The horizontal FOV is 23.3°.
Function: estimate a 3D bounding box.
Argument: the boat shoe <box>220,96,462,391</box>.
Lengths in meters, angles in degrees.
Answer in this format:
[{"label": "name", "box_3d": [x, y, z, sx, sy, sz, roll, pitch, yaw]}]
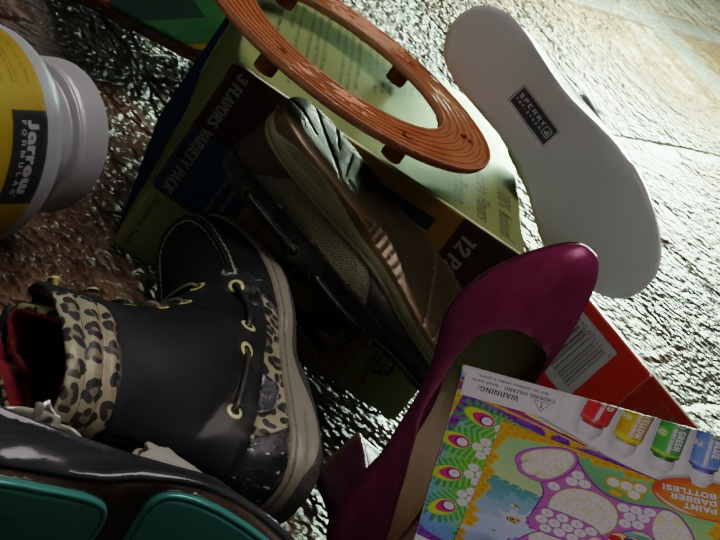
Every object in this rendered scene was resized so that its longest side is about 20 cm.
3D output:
[{"label": "boat shoe", "box_3d": [0.000, 0.000, 0.952, 0.201, 0.064, 0.073, 56, 26, -12]}]

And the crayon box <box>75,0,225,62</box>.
[{"label": "crayon box", "box_3d": [-0.107, -0.170, 1.203, 0.199, 0.051, 0.127, 25, 1, -29]}]

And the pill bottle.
[{"label": "pill bottle", "box_3d": [-0.214, -0.067, 0.835, 0.112, 0.112, 0.199, 47, 25, 20]}]

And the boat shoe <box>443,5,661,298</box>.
[{"label": "boat shoe", "box_3d": [0.122, -0.073, 1.069, 0.201, 0.072, 0.068, 55, 17, 12]}]

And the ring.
[{"label": "ring", "box_3d": [-0.011, -0.116, 0.989, 0.199, 0.019, 0.201, 34, 20, -14]}]

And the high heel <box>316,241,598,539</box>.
[{"label": "high heel", "box_3d": [0.058, 0.078, 0.868, 0.067, 0.200, 0.096, 31, 18, -30]}]

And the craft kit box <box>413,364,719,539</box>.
[{"label": "craft kit box", "box_3d": [0.116, 0.139, 0.751, 0.198, 0.049, 0.198, 15, 39, 5]}]

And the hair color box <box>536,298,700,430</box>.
[{"label": "hair color box", "box_3d": [0.161, 0.081, 1.108, 0.102, 0.061, 0.200, 53, 7, 33]}]

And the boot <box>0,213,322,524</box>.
[{"label": "boot", "box_3d": [-0.107, 0.025, 0.870, 0.153, 0.074, 0.205, 23, 31, -36]}]

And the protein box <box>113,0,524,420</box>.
[{"label": "protein box", "box_3d": [-0.020, -0.055, 1.071, 0.199, 0.135, 0.199, 33, 23, -13]}]

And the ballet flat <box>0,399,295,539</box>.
[{"label": "ballet flat", "box_3d": [-0.109, 0.097, 0.752, 0.199, 0.073, 0.073, 22, 28, -31]}]
